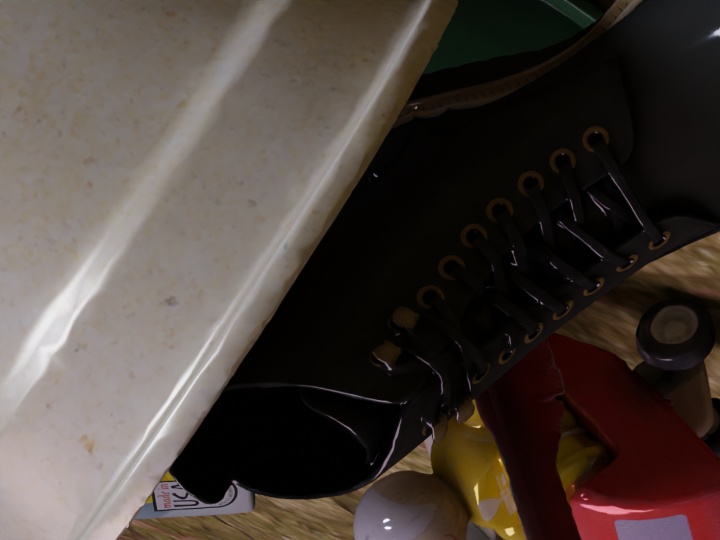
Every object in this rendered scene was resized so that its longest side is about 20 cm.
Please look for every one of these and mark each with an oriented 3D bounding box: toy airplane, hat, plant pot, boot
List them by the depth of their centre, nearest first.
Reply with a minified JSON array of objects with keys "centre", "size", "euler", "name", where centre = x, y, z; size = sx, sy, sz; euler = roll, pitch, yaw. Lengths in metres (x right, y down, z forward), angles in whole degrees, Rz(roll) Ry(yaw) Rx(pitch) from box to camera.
[{"centre":[-0.106,-0.038,0.694],"size":[0.183,0.201,0.200],"euler":[33,165,-5],"name":"plant pot"},{"centre":[0.052,-0.006,0.694],"size":[0.200,0.138,0.078],"euler":[-25,111,41],"name":"boot"},{"centre":[0.000,0.000,0.872],"size":[0.165,0.177,0.200],"euler":[26,166,-12],"name":"hat"},{"centre":[0.035,0.060,1.118],"size":[0.200,0.141,0.199],"euler":[42,153,-8],"name":"toy airplane"}]

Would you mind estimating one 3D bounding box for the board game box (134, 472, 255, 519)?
[{"centre":[-0.136,0.027,0.875],"size":[0.199,0.047,0.151],"euler":[-4,146,-1],"name":"board game box"}]
